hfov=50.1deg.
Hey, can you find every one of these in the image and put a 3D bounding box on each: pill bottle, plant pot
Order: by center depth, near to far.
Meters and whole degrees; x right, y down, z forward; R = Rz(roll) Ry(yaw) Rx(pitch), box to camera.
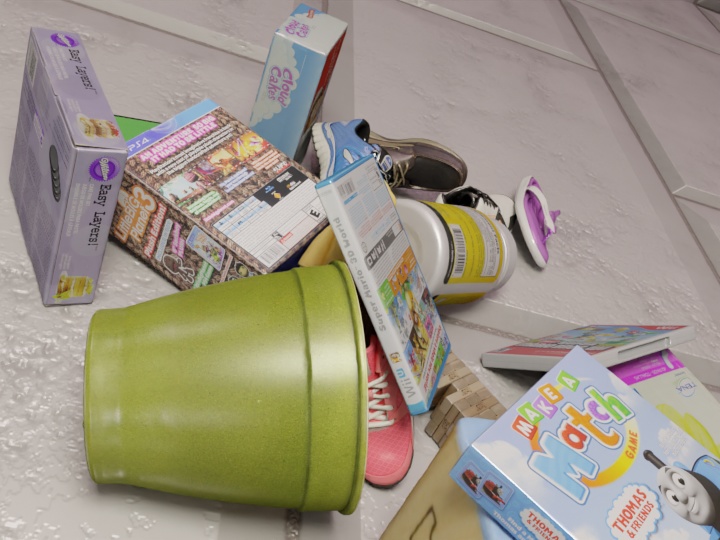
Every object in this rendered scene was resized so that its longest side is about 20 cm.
[{"bbox_3d":[-0.109,0.094,0.599,0.192,0.201,0.201,-1,43,-13],"label":"plant pot"},{"bbox_3d":[0.091,-0.017,0.862,0.114,0.114,0.200,46,24,26],"label":"pill bottle"}]

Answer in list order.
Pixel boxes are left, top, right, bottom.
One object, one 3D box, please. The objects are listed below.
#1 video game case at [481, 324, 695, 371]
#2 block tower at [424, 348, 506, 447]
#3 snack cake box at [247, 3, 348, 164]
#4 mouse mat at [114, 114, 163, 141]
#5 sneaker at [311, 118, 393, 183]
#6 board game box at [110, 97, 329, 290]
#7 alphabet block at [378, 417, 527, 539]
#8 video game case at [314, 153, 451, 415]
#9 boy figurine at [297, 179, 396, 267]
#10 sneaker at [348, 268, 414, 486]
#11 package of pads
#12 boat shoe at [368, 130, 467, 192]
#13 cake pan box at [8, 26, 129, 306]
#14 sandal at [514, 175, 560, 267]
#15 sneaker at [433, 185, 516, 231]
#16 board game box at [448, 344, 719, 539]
[{"bbox_3d":[0.255,0.084,0.860,0.200,0.143,0.018,-8,92,-36],"label":"video game case"},{"bbox_3d":[0.084,0.125,0.761,0.054,0.058,0.200,-16,53,-41],"label":"block tower"},{"bbox_3d":[-0.086,-0.208,0.948,0.067,0.200,0.115,23,37,-1],"label":"snack cake box"},{"bbox_3d":[-0.243,-0.117,0.891,0.160,0.008,0.200,6,42,-23],"label":"mouse mat"},{"bbox_3d":[-0.002,-0.113,0.941,0.089,0.079,0.201,-17,59,8],"label":"sneaker"},{"bbox_3d":[-0.143,-0.062,0.802,0.200,0.097,0.159,37,43,7],"label":"board game box"},{"bbox_3d":[0.131,0.242,0.525,0.195,0.200,0.197,10,39,-20],"label":"alphabet block"},{"bbox_3d":[0.026,0.005,0.664,0.201,0.018,0.143,67,19,-10],"label":"video game case"},{"bbox_3d":[0.000,0.000,0.753,0.124,0.201,0.064,15,-2,6],"label":"boy figurine"},{"bbox_3d":[0.001,0.091,0.671,0.073,0.201,0.087,-9,-5,5],"label":"sneaker"},{"bbox_3d":[0.327,0.174,0.829,0.154,0.068,0.200,-8,48,-34],"label":"package of pads"},{"bbox_3d":[0.041,-0.136,1.030,0.199,0.075,0.073,14,39,17],"label":"boat shoe"},{"bbox_3d":[-0.281,-0.099,0.722,0.052,0.184,0.200,-1,43,-36],"label":"cake pan box"},{"bbox_3d":[0.253,-0.083,1.086,0.083,0.050,0.203,53,27,-26],"label":"sandal"},{"bbox_3d":[0.155,-0.075,1.025,0.074,0.080,0.200,41,38,24],"label":"sneaker"},{"bbox_3d":[0.173,0.148,0.467,0.200,0.037,0.151,40,40,20],"label":"board game box"}]
